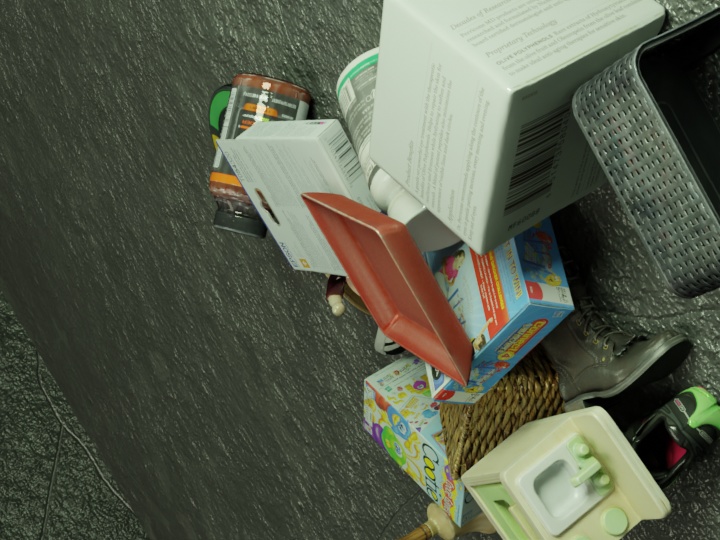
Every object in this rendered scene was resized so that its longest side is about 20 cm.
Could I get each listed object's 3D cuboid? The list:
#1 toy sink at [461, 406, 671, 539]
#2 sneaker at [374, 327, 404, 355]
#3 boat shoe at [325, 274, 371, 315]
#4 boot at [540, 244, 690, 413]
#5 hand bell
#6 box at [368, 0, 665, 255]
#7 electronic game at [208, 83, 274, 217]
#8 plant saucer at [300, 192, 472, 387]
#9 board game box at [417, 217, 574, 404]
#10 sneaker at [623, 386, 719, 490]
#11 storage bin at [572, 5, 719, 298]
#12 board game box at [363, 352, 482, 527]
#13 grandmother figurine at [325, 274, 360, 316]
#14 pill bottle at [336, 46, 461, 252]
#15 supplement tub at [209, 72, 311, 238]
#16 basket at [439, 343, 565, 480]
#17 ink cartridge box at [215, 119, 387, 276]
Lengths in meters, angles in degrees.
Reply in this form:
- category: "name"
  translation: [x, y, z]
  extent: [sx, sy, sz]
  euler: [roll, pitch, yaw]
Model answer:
- category: "toy sink"
  translation: [0.206, 0.234, 1.346]
  extent: [0.131, 0.112, 0.200]
  euler: [55, 161, 0]
- category: "sneaker"
  translation: [0.080, 0.079, 1.632]
  extent: [0.111, 0.073, 0.200]
  euler: [26, 161, 12]
- category: "boat shoe"
  translation: [-0.027, -0.026, 1.731]
  extent: [0.200, 0.074, 0.069]
  euler: [52, 179, -3]
- category: "boot"
  translation: [0.235, 0.051, 1.347]
  extent: [0.200, 0.069, 0.175]
  euler: [-42, 65, 49]
- category: "hand bell"
  translation: [0.081, 0.352, 1.727]
  extent: [0.104, 0.199, 0.105]
  euler: [39, 144, 37]
- category: "box"
  translation: [0.135, -0.167, 1.185]
  extent: [0.171, 0.199, 0.200]
  euler: [43, 147, 30]
- category: "electronic game"
  translation: [-0.158, -0.170, 1.853]
  extent: [0.200, 0.041, 0.201]
  euler: [41, 145, 37]
- category: "plant saucer"
  translation: [0.033, 0.008, 1.336]
  extent: [0.200, 0.037, 0.200]
  euler: [59, 166, -25]
- category: "board game box"
  translation: [0.127, 0.006, 1.364]
  extent: [0.196, 0.056, 0.201]
  euler: [-50, 40, 46]
- category: "sneaker"
  translation: [0.299, 0.184, 1.332]
  extent: [0.077, 0.083, 0.200]
  euler: [52, 150, 20]
- category: "storage bin"
  translation: [0.283, -0.095, 1.060]
  extent: [0.201, 0.135, 0.094]
  euler: [62, 152, 1]
- category: "board game box"
  translation: [0.104, 0.210, 1.667]
  extent: [0.200, 0.104, 0.103]
  euler: [43, 147, 35]
- category: "grandmother figurine"
  translation: [0.000, 0.000, 1.555]
  extent: [0.061, 0.121, 0.200]
  euler: [45, 173, -37]
- category: "pill bottle"
  translation: [0.053, -0.127, 1.352]
  extent: [0.113, 0.112, 0.201]
  euler: [112, 145, -55]
- category: "supplement tub"
  translation: [-0.133, -0.145, 1.671]
  extent: [0.107, 0.106, 0.202]
  euler: [12, 89, 56]
- category: "basket"
  translation: [0.178, 0.137, 1.522]
  extent: [0.201, 0.148, 0.143]
  euler: [95, 171, -46]
- category: "ink cartridge box"
  translation: [-0.052, -0.080, 1.464]
  extent: [0.199, 0.043, 0.197]
  euler: [9, 136, 51]
